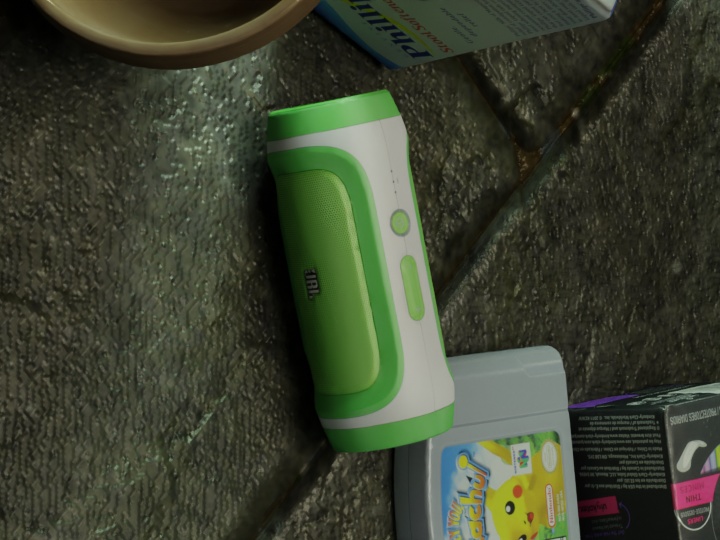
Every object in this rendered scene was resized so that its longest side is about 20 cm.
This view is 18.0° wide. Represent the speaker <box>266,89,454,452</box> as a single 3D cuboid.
[{"bbox_3d":[0.000,0.000,1.328,0.088,0.088,0.202,-15,96,-41],"label":"speaker"}]

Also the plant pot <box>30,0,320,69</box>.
[{"bbox_3d":[-0.092,-0.193,1.232,0.093,0.199,0.202,68,34,-71],"label":"plant pot"}]

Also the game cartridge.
[{"bbox_3d":[0.080,0.152,1.420,0.133,0.040,0.202,-5,90,-38],"label":"game cartridge"}]

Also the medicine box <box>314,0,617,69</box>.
[{"bbox_3d":[0.075,-0.232,1.337,0.103,0.199,0.183,36,64,-31],"label":"medicine box"}]

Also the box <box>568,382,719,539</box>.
[{"bbox_3d":[0.211,0.179,1.484,0.122,0.106,0.202,-9,93,-41],"label":"box"}]
